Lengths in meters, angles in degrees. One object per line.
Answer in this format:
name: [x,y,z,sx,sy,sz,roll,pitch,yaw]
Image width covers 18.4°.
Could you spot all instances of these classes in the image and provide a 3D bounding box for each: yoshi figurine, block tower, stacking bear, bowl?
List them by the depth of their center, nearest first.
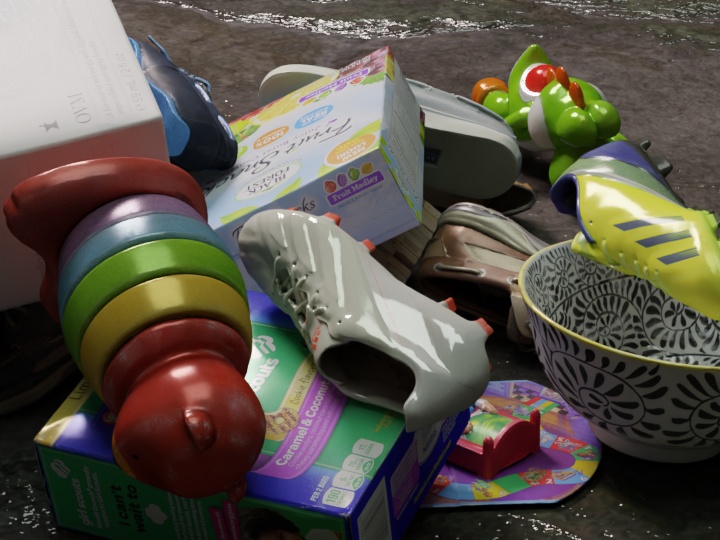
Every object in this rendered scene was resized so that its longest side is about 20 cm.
stacking bear: [-0.111,0.041,1.225,0.114,0.122,0.200,-21,49,-5]
bowl: [0.191,0.058,1.378,0.200,0.094,0.201,5,23,-2]
block tower: [0.000,0.000,1.521,0.058,0.054,0.200,40,31,-7]
yoshi figurine: [0.156,-0.102,1.772,0.112,0.112,0.200,36,0,-18]

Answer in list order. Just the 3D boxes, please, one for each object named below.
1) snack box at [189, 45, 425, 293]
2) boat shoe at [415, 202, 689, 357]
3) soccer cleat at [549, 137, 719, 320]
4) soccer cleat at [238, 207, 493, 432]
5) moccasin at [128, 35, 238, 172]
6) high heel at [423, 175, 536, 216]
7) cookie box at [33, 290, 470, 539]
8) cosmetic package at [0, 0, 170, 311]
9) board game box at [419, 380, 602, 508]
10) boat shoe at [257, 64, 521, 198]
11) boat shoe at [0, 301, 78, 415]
snack box: [-0.043,-0.061,1.516,0.168,0.068,0.200,-26,23,13]
boat shoe: [0.127,0.026,1.502,0.200,0.076,0.072,24,63,25]
soccer cleat: [0.178,-0.016,1.376,0.084,0.065,0.200,-27,32,-2]
soccer cleat: [-0.011,0.024,1.263,0.078,0.069,0.200,-33,47,-30]
moccasin: [-0.139,-0.105,1.562,0.068,0.081,0.200,20,17,-26]
high heel: [0.034,-0.054,1.652,0.142,0.072,0.200,11,19,30]
cookie box: [-0.060,0.093,1.293,0.200,0.075,0.171,10,39,22]
cosmetic package: [-0.235,-0.081,1.399,0.200,0.123,0.199,-16,40,-11]
board game box: [0.051,0.090,1.376,0.200,0.039,0.158,-2,25,-4]
boat shoe: [0.022,-0.109,1.642,0.200,0.070,0.072,17,28,-5]
boat shoe: [-0.209,0.031,1.443,0.200,0.073,0.074,-26,35,-28]
